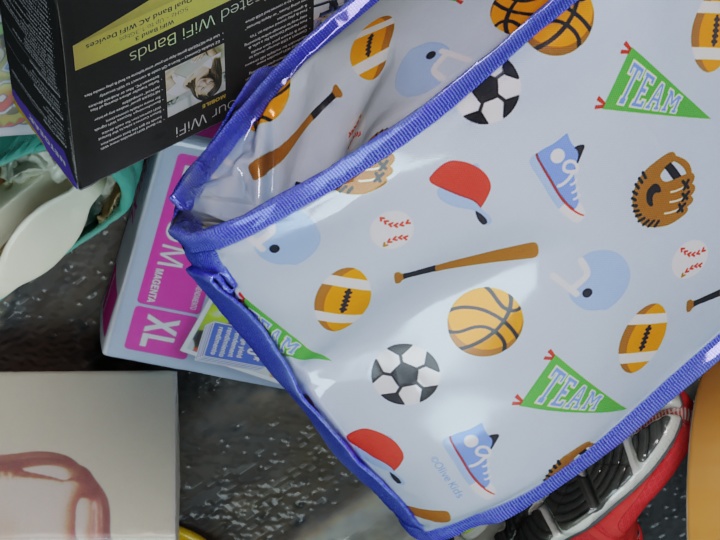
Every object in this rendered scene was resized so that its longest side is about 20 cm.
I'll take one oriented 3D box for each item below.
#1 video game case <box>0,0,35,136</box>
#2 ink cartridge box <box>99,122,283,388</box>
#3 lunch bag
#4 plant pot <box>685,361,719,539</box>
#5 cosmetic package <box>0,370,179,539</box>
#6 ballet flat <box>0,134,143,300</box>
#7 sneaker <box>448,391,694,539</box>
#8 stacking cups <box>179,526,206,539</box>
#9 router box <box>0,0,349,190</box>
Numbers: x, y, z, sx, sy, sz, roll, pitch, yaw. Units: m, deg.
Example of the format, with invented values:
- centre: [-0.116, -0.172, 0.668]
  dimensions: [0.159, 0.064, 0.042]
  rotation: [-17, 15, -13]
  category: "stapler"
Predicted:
- centre: [-0.083, -0.123, 1.028]
  dimensions: [0.200, 0.023, 0.182]
  rotation: [-8, 139, -45]
  category: "video game case"
- centre: [0.000, 0.000, 1.186]
  dimensions: [0.200, 0.042, 0.119]
  rotation: [10, 126, -13]
  category: "ink cartridge box"
- centre: [0.047, -0.022, 1.007]
  dimensions: [0.200, 0.124, 0.170]
  rotation: [-43, 120, -8]
  category: "lunch bag"
- centre: [0.239, 0.101, 1.194]
  dimensions: [0.183, 0.200, 0.200]
  rotation: [-1, 129, 17]
  category: "plant pot"
- centre: [-0.177, 0.103, 1.207]
  dimensions: [0.200, 0.087, 0.103]
  rotation: [-1, 146, -2]
  category: "cosmetic package"
- centre: [-0.166, -0.007, 1.150]
  dimensions: [0.200, 0.070, 0.067]
  rotation: [-37, 121, 23]
  category: "ballet flat"
- centre: [0.100, 0.115, 1.267]
  dimensions: [0.085, 0.077, 0.200]
  rotation: [13, 134, -26]
  category: "sneaker"
- centre: [-0.125, 0.206, 1.324]
  dimensions: [0.060, 0.061, 0.200]
  rotation: [20, 126, -18]
  category: "stacking cups"
- centre: [-0.032, -0.133, 0.994]
  dimensions: [0.200, 0.052, 0.157]
  rotation: [-27, 149, -19]
  category: "router box"
